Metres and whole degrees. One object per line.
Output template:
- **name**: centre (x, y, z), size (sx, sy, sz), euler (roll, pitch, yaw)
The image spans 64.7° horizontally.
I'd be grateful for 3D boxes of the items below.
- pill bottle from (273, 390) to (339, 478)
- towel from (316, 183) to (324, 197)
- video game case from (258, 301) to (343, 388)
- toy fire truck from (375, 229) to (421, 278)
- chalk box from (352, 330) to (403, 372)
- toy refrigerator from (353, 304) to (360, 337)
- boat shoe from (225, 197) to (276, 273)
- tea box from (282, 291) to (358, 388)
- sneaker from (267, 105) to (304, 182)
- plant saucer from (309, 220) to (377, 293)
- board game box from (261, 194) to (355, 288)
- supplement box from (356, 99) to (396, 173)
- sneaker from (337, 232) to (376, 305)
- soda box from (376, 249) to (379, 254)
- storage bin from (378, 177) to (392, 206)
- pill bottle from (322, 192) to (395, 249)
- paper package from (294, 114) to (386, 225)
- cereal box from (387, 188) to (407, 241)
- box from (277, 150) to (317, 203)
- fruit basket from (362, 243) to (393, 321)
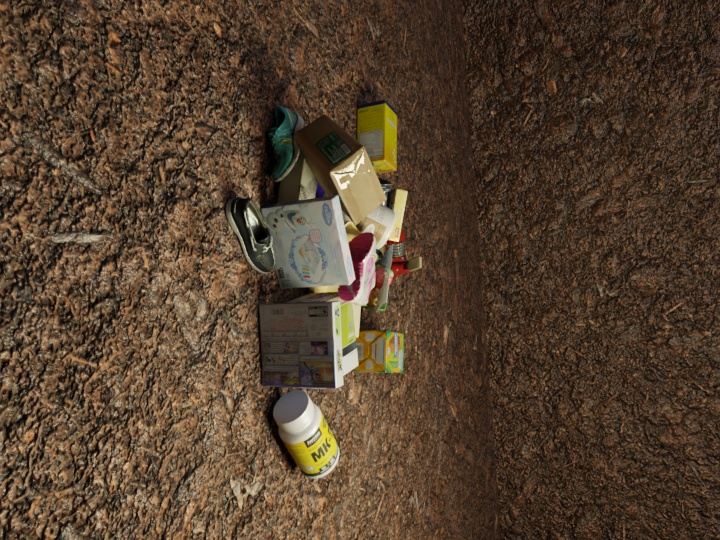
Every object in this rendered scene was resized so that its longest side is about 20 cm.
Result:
- **pill bottle**: centre (-0.131, 0.393, 1.367), size (0.116, 0.111, 0.204), euler (-65, 142, -46)
- **towel**: centre (-0.117, -0.236, 1.578), size (0.145, 0.022, 0.205), euler (60, 35, -46)
- **video game case**: centre (-0.135, 0.166, 1.283), size (0.045, 0.193, 0.189), euler (1, 86, -66)
- **toy fire truck**: centre (0.123, -0.060, 1.875), size (0.128, 0.194, 0.183), euler (-25, 110, -63)
- **chalk box**: centre (0.066, 0.258, 1.803), size (0.199, 0.120, 0.130), euler (17, 72, -63)
- **toy refrigerator**: centre (-0.044, 0.087, 1.650), size (0.075, 0.068, 0.207), euler (27, 62, -53)
- **boat shoe**: centre (-0.230, -0.073, 1.266), size (0.203, 0.058, 0.077), euler (63, 34, -41)
- **tea box**: centre (-0.108, 0.167, 1.421), size (0.199, 0.129, 0.205), euler (-15, 101, -65)
- **sneaker**: centre (-0.195, -0.308, 1.384), size (0.079, 0.076, 0.207), euler (28, 55, -40)
- **plant saucer**: centre (-0.069, -0.027, 1.531), size (0.199, 0.049, 0.200), euler (-43, 144, -1)
- **board game box**: centre (-0.123, -0.063, 1.340), size (0.043, 0.193, 0.207), euler (-41, 124, -58)
- **supplement box**: centre (0.055, -0.438, 1.879), size (0.109, 0.105, 0.208), euler (18, 71, -63)
- **sneaker**: centre (0.000, 0.000, 1.462), size (0.088, 0.079, 0.206), euler (48, 52, -53)
- **soda box**: centre (-0.020, -0.080, 1.698), size (0.065, 0.067, 0.200), euler (-57, 147, -5)
- **storage bin**: centre (0.008, -0.199, 1.690), size (0.200, 0.140, 0.139), euler (-135, -136, -70)
- **pill bottle**: centre (-0.012, -0.151, 1.547), size (0.195, 0.114, 0.117), euler (26, 56, -16)
- **paper package**: centre (-0.049, -0.243, 1.358), size (0.201, 0.102, 0.192), euler (50, -7, 41)
- **cereal box**: centre (0.082, -0.169, 1.707), size (0.200, 0.038, 0.149), euler (-150, -111, -73)
- **box**: centre (-0.157, -0.207, 1.433), size (0.082, 0.066, 0.207), euler (36, 56, -60)
- **fruit basket**: centre (0.064, 0.043, 1.759), size (0.091, 0.200, 0.191), euler (16, 64, -17)
